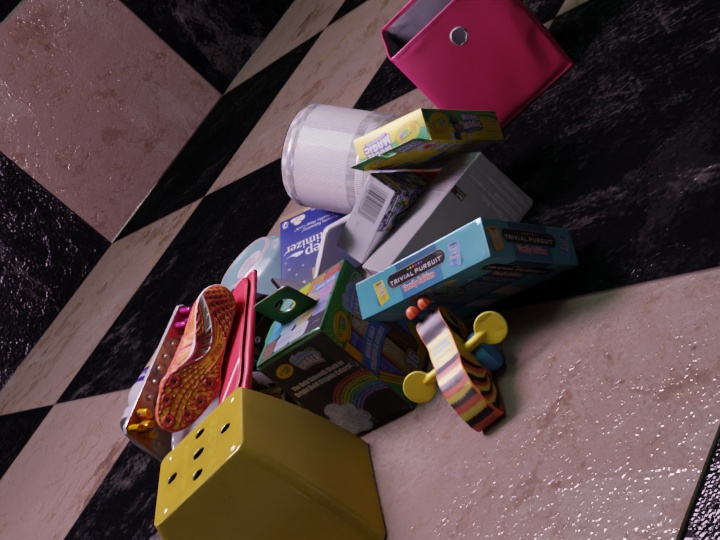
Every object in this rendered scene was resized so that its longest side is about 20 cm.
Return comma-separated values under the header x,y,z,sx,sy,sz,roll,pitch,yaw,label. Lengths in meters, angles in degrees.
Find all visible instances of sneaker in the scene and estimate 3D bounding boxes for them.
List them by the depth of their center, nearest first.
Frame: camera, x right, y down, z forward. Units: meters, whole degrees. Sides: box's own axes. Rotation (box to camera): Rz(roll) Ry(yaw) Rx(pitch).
x,y,z,sx,sy,sz,roll,pitch,yaw,label
-0.208,0.117,1.442,0.077,0.073,0.200,134,159,-70,sneaker

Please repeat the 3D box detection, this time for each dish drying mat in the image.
x,y,z,sx,sy,sz,roll,pitch,yaw,label
-0.158,0.093,1.440,0.077,0.018,0.200,-49,30,40,dish drying mat

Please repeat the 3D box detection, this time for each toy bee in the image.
x,y,z,sx,sy,sz,roll,pitch,yaw,label
0.092,0.086,1.210,0.131,0.109,0.200,-50,20,-1,toy bee

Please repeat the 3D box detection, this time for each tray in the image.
x,y,z,sx,sy,sz,roll,pitch,yaw,label
0.005,-0.054,1.515,0.200,0.022,0.108,-32,-32,-42,tray

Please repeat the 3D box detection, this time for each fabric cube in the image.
x,y,z,sx,sy,sz,roll,pitch,yaw,label
0.172,-0.342,1.705,0.196,0.199,0.200,-41,21,15,fabric cube

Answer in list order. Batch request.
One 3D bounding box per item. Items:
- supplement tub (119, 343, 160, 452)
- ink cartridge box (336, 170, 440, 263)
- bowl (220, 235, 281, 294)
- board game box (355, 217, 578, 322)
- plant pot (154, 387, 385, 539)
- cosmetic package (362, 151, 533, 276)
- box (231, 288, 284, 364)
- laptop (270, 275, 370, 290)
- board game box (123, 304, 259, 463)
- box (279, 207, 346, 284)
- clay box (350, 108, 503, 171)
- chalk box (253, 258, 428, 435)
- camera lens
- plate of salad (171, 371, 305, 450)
x,y,z,sx,sy,sz,roll,pitch,yaw,label
-0.266,0.180,1.716,0.145,0.145,0.200,-23,31,49,supplement tub
0.059,-0.076,1.498,0.200,0.050,0.109,-11,-48,-56,ink cartridge box
-0.156,0.021,1.848,0.201,0.105,0.201,-42,20,19,bowl
0.117,0.005,1.252,0.200,0.151,0.047,-29,66,42,board game box
-0.114,0.251,1.228,0.200,0.176,0.200,-44,20,12,plant pot
0.109,-0.043,1.416,0.200,0.107,0.090,-54,19,-11,cosmetic package
-0.117,0.099,1.567,0.079,0.141,0.200,-53,21,-13,box
0.000,0.000,1.540,0.187,0.200,0.116,-142,65,-71,laptop
-0.211,0.180,1.508,0.026,0.200,0.200,-9,48,36,board game box
-0.067,-0.026,1.741,0.121,0.032,0.200,-23,47,20,box
0.082,-0.167,1.436,0.115,0.048,0.200,-21,-9,37,clay box
-0.033,0.083,1.335,0.125,0.200,0.124,-32,25,37,chalk box
-0.008,-0.163,1.693,0.200,0.160,0.160,12,53,23,camera lens
-0.142,0.200,1.416,0.200,0.048,0.200,-3,45,3,plate of salad
